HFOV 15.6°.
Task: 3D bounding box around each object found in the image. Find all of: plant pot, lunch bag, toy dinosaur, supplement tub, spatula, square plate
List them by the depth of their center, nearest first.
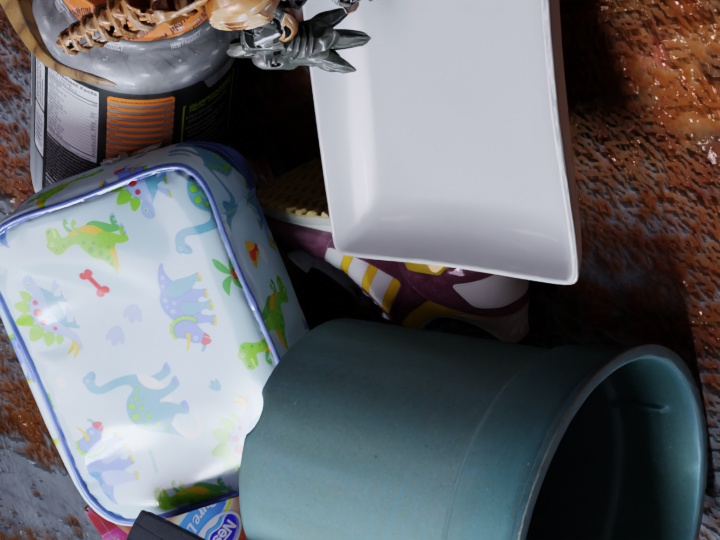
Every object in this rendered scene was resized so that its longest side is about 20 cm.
[{"bbox_3d":[-0.053,-0.156,1.310,0.198,0.136,0.103,1,88,11],"label":"toy dinosaur"},{"bbox_3d":[0.042,-0.100,1.348,0.199,0.028,0.200,8,109,52],"label":"square plate"},{"bbox_3d":[0.054,0.117,1.406,0.195,0.200,0.201,14,133,34],"label":"plant pot"},{"bbox_3d":[-0.195,-0.165,1.428,0.106,0.060,0.201,133,123,-62],"label":"toy dinosaur"},{"bbox_3d":[-0.116,0.035,1.494,0.160,0.082,0.201,-19,101,18],"label":"lunch bag"},{"bbox_3d":[-0.131,-0.115,1.535,0.122,0.122,0.201,40,148,21],"label":"supplement tub"},{"bbox_3d":[0.000,0.000,1.572,0.200,0.021,0.057,53,155,2],"label":"spatula"}]

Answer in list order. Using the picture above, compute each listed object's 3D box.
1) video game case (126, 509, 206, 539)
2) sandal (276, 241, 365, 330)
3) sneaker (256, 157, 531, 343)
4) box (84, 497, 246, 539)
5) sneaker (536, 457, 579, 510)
[{"bbox_3d":[-0.010,0.203,1.456,0.199,0.026,0.180,20,169,48],"label":"video game case"},{"bbox_3d":[-0.074,0.007,1.629,0.211,0.078,0.070,40,159,30],"label":"sandal"},{"bbox_3d":[0.014,-0.006,1.492,0.199,0.075,0.091,15,129,49],"label":"sneaker"},{"bbox_3d":[-0.087,0.175,1.641,0.096,0.099,0.200,53,176,19],"label":"box"},{"bbox_3d":[0.117,0.177,1.537,0.082,0.078,0.201,20,137,42],"label":"sneaker"}]
